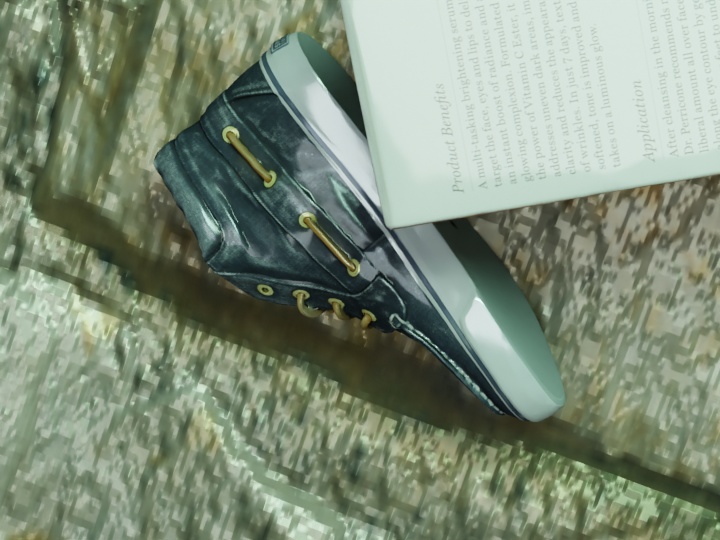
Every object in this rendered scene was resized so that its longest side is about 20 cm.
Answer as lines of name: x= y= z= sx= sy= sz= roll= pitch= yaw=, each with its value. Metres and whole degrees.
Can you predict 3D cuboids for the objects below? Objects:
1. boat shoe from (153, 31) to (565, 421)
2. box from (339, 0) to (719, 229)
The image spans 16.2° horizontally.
boat shoe: x=0.000 y=0.000 z=1.098 sx=0.091 sy=0.071 sz=0.200 roll=-38 pitch=87 yaw=16
box: x=0.106 y=-0.096 z=1.014 sx=0.200 sy=0.152 sz=0.106 roll=-9 pitch=101 yaw=11
